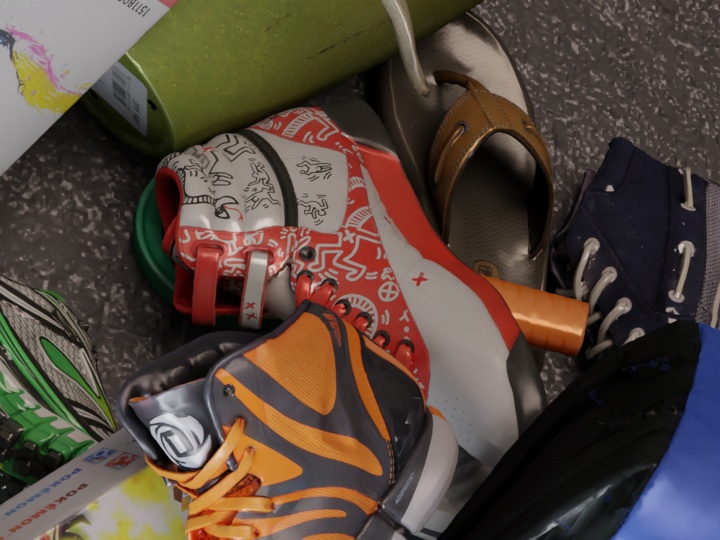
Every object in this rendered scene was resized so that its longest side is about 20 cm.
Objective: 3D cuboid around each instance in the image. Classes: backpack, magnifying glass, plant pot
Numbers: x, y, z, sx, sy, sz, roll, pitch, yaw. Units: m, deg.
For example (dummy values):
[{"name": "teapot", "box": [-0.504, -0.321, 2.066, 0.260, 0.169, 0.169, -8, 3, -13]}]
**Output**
[{"name": "backpack", "box": [0.103, 0.126, 0.765, 0.168, 0.200, 0.163, 31, 30, -6]}, {"name": "magnifying glass", "box": [0.000, 0.000, 0.970, 0.200, 0.022, 0.080, 16, 62, -4]}, {"name": "plant pot", "box": [-0.042, -0.147, 0.967, 0.187, 0.187, 0.200, 46, 70, 0]}]

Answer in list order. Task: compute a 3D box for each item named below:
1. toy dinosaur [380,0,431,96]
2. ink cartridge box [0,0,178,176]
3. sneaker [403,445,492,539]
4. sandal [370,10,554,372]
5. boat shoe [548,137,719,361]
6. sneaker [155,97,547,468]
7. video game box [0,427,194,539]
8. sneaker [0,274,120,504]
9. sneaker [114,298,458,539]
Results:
[{"name": "toy dinosaur", "box": [-0.040, -0.151, 0.848, 0.047, 0.088, 0.200, -41, 81, 5]}, {"name": "ink cartridge box", "box": [-0.155, -0.092, 0.846, 0.200, 0.116, 0.068, -44, 68, 8]}, {"name": "sneaker", "box": [0.048, 0.113, 0.925, 0.200, 0.079, 0.078, 23, 39, -4]}, {"name": "sandal", "box": [0.053, -0.037, 1.020, 0.082, 0.055, 0.200, 7, 64, -22]}, {"name": "boat shoe", "box": [0.120, 0.028, 1.019, 0.093, 0.075, 0.200, 27, 49, -5]}, {"name": "sneaker", "box": [-0.012, 0.017, 0.898, 0.108, 0.067, 0.201, -16, 52, -20]}, {"name": "video game box", "box": [-0.081, 0.168, 0.808, 0.182, 0.047, 0.200, -34, 114, -36]}, {"name": "sneaker", "box": [-0.120, 0.053, 0.880, 0.200, 0.078, 0.085, 45, 46, -5]}, {"name": "sneaker", "box": [-0.051, 0.095, 0.759, 0.112, 0.078, 0.200, 47, 52, -28]}]
